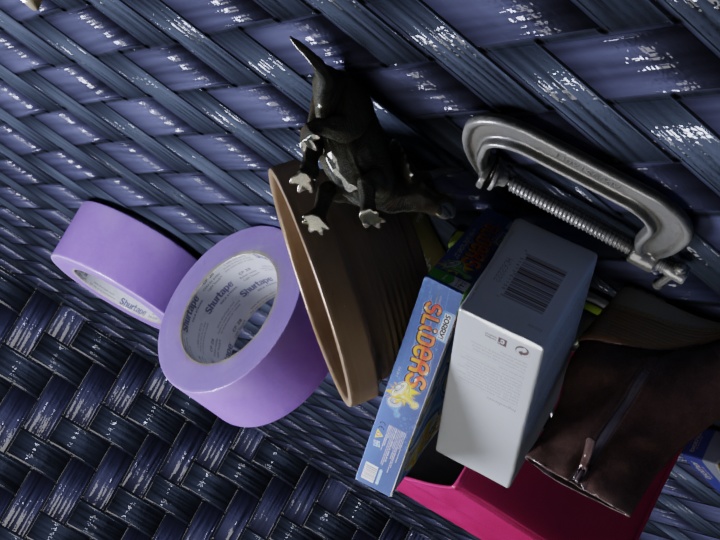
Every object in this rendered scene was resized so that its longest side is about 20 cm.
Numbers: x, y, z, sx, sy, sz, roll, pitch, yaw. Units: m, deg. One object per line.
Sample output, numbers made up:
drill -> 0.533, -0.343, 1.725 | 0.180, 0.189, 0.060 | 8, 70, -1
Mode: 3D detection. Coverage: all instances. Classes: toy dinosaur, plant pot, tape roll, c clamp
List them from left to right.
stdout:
tape roll -> -0.299, -0.002, 2.084 | 0.199, 0.085, 0.200 | 28, 166, 7
tape roll -> -0.115, 0.059, 1.693 | 0.199, 0.201, 0.085 | 15, 161, 47
toy dinosaur -> -0.011, -0.093, 1.154 | 0.077, 0.103, 0.200 | -18, 123, 34
plant pot -> 0.000, 0.000, 1.266 | 0.201, 0.092, 0.202 | 162, 90, -84
c clamp -> 0.152, -0.044, 1.116 | 0.199, 0.027, 0.171 | 30, 167, -3

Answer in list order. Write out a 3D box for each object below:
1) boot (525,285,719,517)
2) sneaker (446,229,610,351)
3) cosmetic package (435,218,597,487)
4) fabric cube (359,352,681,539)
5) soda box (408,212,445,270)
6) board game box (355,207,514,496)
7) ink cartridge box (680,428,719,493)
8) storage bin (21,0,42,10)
boot -> 0.244, 0.116, 1.212 | 0.199, 0.167, 0.072 | 23, 166, 27
sneaker -> 0.149, 0.046, 1.342 | 0.199, 0.081, 0.074 | 27, 167, 9
cosmetic package -> 0.118, 0.067, 1.224 | 0.071, 0.102, 0.201 | 25, 145, 15
fabric cube -> 0.157, 0.156, 1.484 | 0.199, 0.197, 0.200 | 35, 166, -21
soda box -> 0.035, -0.004, 1.439 | 0.067, 0.064, 0.200 | 24, 166, 23
board game box -> 0.062, 0.064, 1.257 | 0.034, 0.135, 0.201 | 26, 123, 13
ink cartridge box -> 0.390, 0.202, 1.511 | 0.199, 0.042, 0.119 | 18, 162, 46
storage bin -> -0.135, -0.243, 0.624 | 0.093, 0.200, 0.200 | -6, 147, 39
